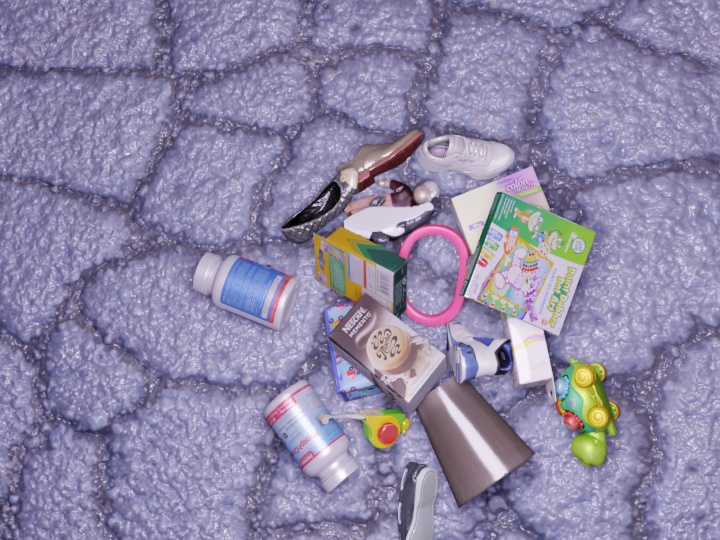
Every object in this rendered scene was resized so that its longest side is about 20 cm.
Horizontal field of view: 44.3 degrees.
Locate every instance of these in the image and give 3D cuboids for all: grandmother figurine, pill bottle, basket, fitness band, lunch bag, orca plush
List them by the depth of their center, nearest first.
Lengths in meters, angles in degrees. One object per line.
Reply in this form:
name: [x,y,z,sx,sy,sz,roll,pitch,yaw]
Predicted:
basket: [0.202,0.309,1.667,0.179,0.136,0.202,-37,75,13]
pill bottle: [-0.091,0.321,1.701,0.108,0.109,0.201,-38,79,-2]
fitness band: [0.140,0.009,1.732,0.140,0.037,0.205,8,106,6]
lunch bag: [0.013,0.136,1.741,0.147,0.094,0.204,-14,69,5]
orca plush: [0.066,-0.094,1.752,0.197,0.072,0.106,-25,57,-4]
pill bottle: [-0.228,0.035,1.760,0.196,0.112,0.114,21,83,7]
grandmother figurine: [0.067,-0.131,1.790,0.196,0.061,0.124,-18,88,5]

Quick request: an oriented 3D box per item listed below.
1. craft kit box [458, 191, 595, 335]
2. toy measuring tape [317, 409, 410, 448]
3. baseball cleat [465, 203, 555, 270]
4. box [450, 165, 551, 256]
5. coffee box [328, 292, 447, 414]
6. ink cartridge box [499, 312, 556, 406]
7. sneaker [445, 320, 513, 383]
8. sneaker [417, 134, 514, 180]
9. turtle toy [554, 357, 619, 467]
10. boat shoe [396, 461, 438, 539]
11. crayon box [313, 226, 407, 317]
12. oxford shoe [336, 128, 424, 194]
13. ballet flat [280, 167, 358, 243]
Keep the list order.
craft kit box: [0.303,-0.012,1.603,0.194,0.048,0.204,21,89,-12]
toy measuring tape: [0.009,0.306,1.693,0.196,0.073,0.075,2,79,-28]
baseball cleat: [0.280,-0.063,1.663,0.196,0.070,0.109,-17,74,-8]
box: [0.291,-0.071,1.739,0.173,0.097,0.204,-21,80,2]
coffee box: [0.050,0.153,1.637,0.199,0.080,0.113,37,74,21]
ink cartridge box: [0.317,0.158,1.682,0.066,0.117,0.205,-10,76,3]
sneaker: [0.224,0.159,1.664,0.112,0.200,0.083,0,104,-5]
sneaker: [0.212,-0.229,1.771,0.195,0.100,0.077,1,78,4]
turtle toy: [0.423,0.264,1.659,0.100,0.145,0.204,-21,78,24]
boat shoe: [0.102,0.467,1.685,0.060,0.075,0.205,12,91,45]
crayon box: [0.000,0.000,1.718,0.198,0.128,0.051,27,49,28]
oxford shoe: [0.039,-0.239,1.804,0.198,0.071,0.076,-34,74,-2]
ballet flat: [-0.078,-0.130,1.776,0.200,0.057,0.067,-45,52,12]
